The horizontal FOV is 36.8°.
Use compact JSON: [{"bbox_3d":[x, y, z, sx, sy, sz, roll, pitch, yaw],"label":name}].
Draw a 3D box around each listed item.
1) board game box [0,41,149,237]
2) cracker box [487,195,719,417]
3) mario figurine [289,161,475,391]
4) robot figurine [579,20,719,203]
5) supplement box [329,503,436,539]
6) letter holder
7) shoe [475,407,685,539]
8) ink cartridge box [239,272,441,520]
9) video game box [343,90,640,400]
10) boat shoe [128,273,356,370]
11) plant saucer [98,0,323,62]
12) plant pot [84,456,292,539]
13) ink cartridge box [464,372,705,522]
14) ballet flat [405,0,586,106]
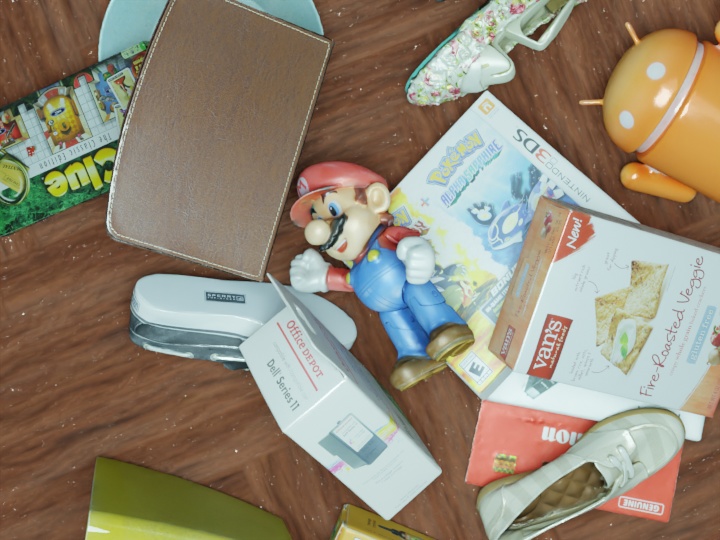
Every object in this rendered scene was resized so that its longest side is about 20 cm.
[{"bbox_3d":[-0.250,-0.112,0.945,0.199,0.023,0.106,-21,96,15],"label":"board game box"},{"bbox_3d":[0.218,0.032,0.879,0.198,0.058,0.135,14,101,-20],"label":"cracker box"},{"bbox_3d":[0.000,0.000,0.884,0.123,0.106,0.201,-35,74,7],"label":"mario figurine"},{"bbox_3d":[0.292,-0.129,0.927,0.199,0.144,0.117,28,70,-2],"label":"robot figurine"},{"bbox_3d":[0.063,0.281,0.962,0.199,0.067,0.069,25,94,0],"label":"supplement box"},{"bbox_3d":[-0.128,-0.110,0.867,0.141,0.100,0.202,17,90,-26],"label":"letter holder"},{"bbox_3d":[0.195,0.186,0.944,0.199,0.053,0.070,-30,110,13],"label":"shoe"},{"bbox_3d":[-0.026,0.104,0.884,0.067,0.117,0.200,-40,129,2],"label":"ink cartridge box"},{"bbox_3d":[0.109,-0.024,0.939,0.182,0.047,0.200,43,91,19],"label":"video game box"},{"bbox_3d":[-0.105,0.055,0.957,0.198,0.072,0.068,7,126,-14],"label":"boat shoe"},{"bbox_3d":[-0.130,-0.188,0.961,0.199,0.039,0.203,0,91,-1],"label":"plant saucer"},{"bbox_3d":[-0.150,0.284,0.906,0.175,0.200,0.202,9,91,-12],"label":"plant pot"},{"bbox_3d":[0.204,0.127,0.970,0.198,0.044,0.175,11,90,-1],"label":"ink cartridge box"},{"bbox_3d":[0.127,-0.205,0.941,0.200,0.076,0.064,-44,73,2],"label":"ballet flat"}]
